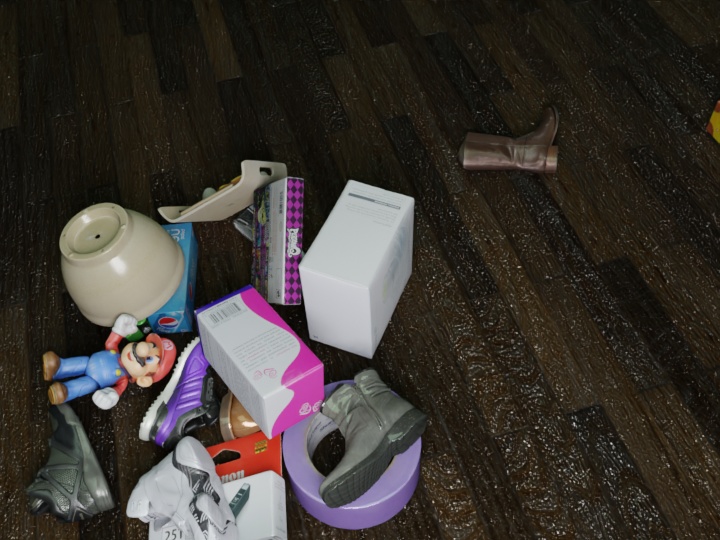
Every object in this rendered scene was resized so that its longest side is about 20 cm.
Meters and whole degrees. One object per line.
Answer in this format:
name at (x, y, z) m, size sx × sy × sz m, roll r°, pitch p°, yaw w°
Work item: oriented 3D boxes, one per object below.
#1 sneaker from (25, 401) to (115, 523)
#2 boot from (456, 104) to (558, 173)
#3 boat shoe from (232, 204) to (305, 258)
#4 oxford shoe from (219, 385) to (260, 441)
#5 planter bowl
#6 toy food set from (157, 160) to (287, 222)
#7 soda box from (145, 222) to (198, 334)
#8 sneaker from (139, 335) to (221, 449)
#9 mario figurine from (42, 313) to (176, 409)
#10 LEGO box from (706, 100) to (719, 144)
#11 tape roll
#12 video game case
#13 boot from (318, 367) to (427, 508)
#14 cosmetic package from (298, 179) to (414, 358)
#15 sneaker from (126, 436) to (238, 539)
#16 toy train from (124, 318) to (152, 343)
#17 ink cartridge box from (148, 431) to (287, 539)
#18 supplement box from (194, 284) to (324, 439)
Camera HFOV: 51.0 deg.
sneaker at (-0.451, 0.286, 1.122) m, size 0.114 × 0.076 × 0.200 m, roll -22°, pitch 59°, yaw -21°
boot at (0.298, -0.272, 1.535) m, size 0.199 × 0.064 × 0.187 m, roll 3°, pitch 50°, yaw 11°
boat shoe at (-0.164, -0.048, 1.381) m, size 0.071 × 0.072 × 0.200 m, roll -37°, pitch 48°, yaw -14°
oxford shoe at (-0.173, 0.182, 1.181) m, size 0.071 × 0.071 × 0.200 m, roll -9°, pitch 39°, yaw 2°
planter bowl at (-0.412, -0.025, 1.256) m, size 0.200 × 0.135 × 0.201 m, roll -8°, pitch 54°, yaw 10°
toy food set at (-0.246, -0.145, 1.364) m, size 0.200 × 0.143 × 0.061 m, roll -25°, pitch 84°, yaw 24°
soda box at (-0.331, 0.012, 1.337) m, size 0.068 × 0.064 × 0.200 m, roll -5°, pitch 51°, yaw -1°
sneaker at (-0.255, 0.197, 1.194) m, size 0.099 × 0.070 × 0.200 m, roll 21°, pitch 60°, yaw 10°
mario figurine at (-0.384, 0.140, 1.178) m, size 0.200 × 0.124 × 0.106 m, roll -13°, pitch 11°, yaw -32°
LEGO box at (0.812, -0.262, 1.486) m, size 0.149 × 0.077 × 0.200 m, roll -17°, pitch 53°, yaw -10°
tape roll at (-0.011, 0.268, 1.111) m, size 0.199 × 0.085 × 0.200 m, roll -2°, pitch 52°, yaw 2°
video game case at (-0.141, -0.044, 1.251) m, size 0.036 × 0.181 × 0.201 m, roll 2°, pitch 87°, yaw -24°
boot at (-0.013, 0.230, 1.056) m, size 0.131 × 0.068 × 0.200 m, roll 33°, pitch 53°, yaw 30°
cosmetic package at (0.000, 0.000, 1.244) m, size 0.123 × 0.200 × 0.200 m, roll 18°, pitch 55°, yaw 16°
sneaker at (-0.239, 0.326, 1.005) m, size 0.115 × 0.075 × 0.200 m, roll -36°, pitch 44°, yaw 2°
toy train at (-0.436, 0.054, 1.326) m, size 0.056 × 0.042 × 0.200 m, roll -42°, pitch 60°, yaw -13°
ink cartridge box at (-0.203, 0.316, 1.067) m, size 0.200 × 0.044 × 0.174 m, roll -19°, pitch 52°, yaw 14°
supplement box at (-0.148, 0.130, 1.110) m, size 0.101 × 0.104 × 0.200 m, roll -26°, pitch 48°, yaw -26°
